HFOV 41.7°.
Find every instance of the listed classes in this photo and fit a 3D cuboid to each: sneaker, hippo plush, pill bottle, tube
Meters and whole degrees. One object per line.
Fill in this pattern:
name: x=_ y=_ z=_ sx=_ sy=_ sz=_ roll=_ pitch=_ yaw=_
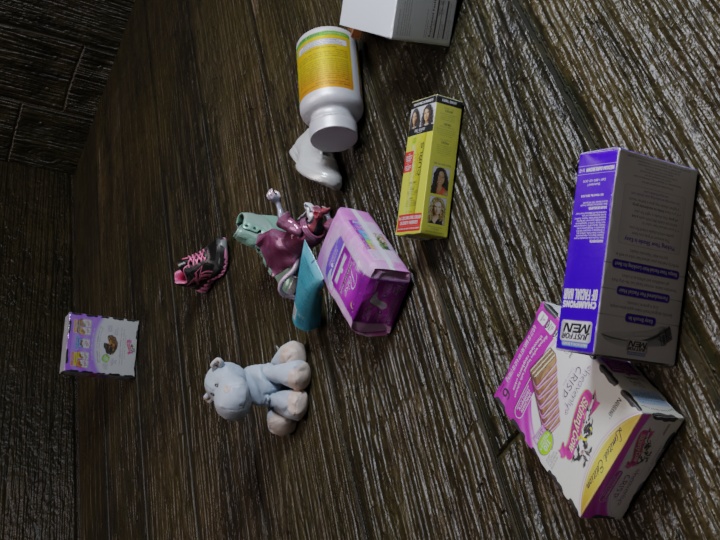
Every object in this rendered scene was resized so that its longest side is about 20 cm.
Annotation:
sneaker: x=-0.368 y=-0.013 z=2.165 sx=0.200 sy=0.095 sz=0.079 roll=-46 pitch=41 yaw=45
hippo plush: x=-0.191 y=0.191 z=1.689 sx=0.160 sy=0.160 sz=0.200 roll=-67 pitch=31 yaw=25
sneaker: x=-0.073 y=-0.213 z=1.699 sx=0.089 sy=0.075 sz=0.200 roll=-59 pitch=31 yaw=15
sneaker: x=-0.184 y=-0.031 z=1.793 sx=0.074 sy=0.118 sz=0.201 roll=-58 pitch=36 yaw=33
pill bottle: x=-0.052 y=-0.311 z=1.637 sx=0.111 sy=0.111 sz=0.201 roll=-40 pitch=47 yaw=51
tube: x=-0.085 y=0.033 z=1.580 sx=0.078 sy=0.050 sz=0.200 roll=58 pitch=159 yaw=24

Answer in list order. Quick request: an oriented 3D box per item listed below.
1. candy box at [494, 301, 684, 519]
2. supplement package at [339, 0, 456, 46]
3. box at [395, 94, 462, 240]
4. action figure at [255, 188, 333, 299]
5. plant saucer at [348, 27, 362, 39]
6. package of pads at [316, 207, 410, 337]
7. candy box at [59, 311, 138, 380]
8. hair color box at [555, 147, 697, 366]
candy box: x=0.233 y=0.144 z=1.004 sx=0.137 sy=0.061 sz=0.200 roll=-67 pitch=31 yaw=23
supplement package: x=0.064 y=-0.453 z=1.414 sx=0.156 sy=0.111 sz=0.201 roll=33 pitch=119 yaw=52
box: x=0.099 y=-0.146 z=1.363 sx=0.075 sy=0.050 sz=0.201 roll=1 pitch=83 yaw=62
action figure: x=-0.111 y=-0.051 z=1.646 sx=0.200 sy=0.133 sz=0.150 roll=-40 pitch=48 yaw=55
plant saucer: x=0.011 y=-0.489 z=1.581 sx=0.200 sy=0.032 sz=0.201 roll=-165 pitch=90 yaw=-84
package of pads: x=0.000 y=0.000 z=1.479 sx=0.200 sy=0.075 sz=0.121 roll=58 pitch=135 yaw=52
candy box: x=-0.741 y=0.218 z=2.687 sx=0.071 sy=0.199 sz=0.169 roll=-28 pitch=57 yaw=58
hair color box: x=0.265 y=-0.011 z=0.940 sx=0.065 sy=0.109 sz=0.201 roll=-1 pitch=80 yaw=62
